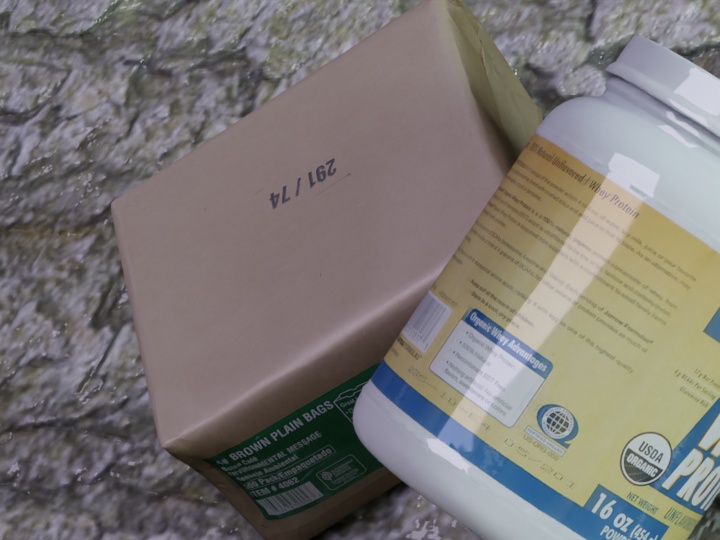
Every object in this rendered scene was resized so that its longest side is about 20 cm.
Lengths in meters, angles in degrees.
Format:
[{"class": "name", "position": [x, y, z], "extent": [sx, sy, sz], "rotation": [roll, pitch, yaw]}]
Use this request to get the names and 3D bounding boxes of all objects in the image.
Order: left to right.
[{"class": "paper package", "position": [0.000, 0.000, 1.363], "extent": [0.200, 0.103, 0.191], "rotation": [-31, 39, 13]}, {"class": "supplement tub", "position": [0.106, 0.020, 1.192], "extent": [0.200, 0.145, 0.145], "rotation": [-56, 38, 3]}]
